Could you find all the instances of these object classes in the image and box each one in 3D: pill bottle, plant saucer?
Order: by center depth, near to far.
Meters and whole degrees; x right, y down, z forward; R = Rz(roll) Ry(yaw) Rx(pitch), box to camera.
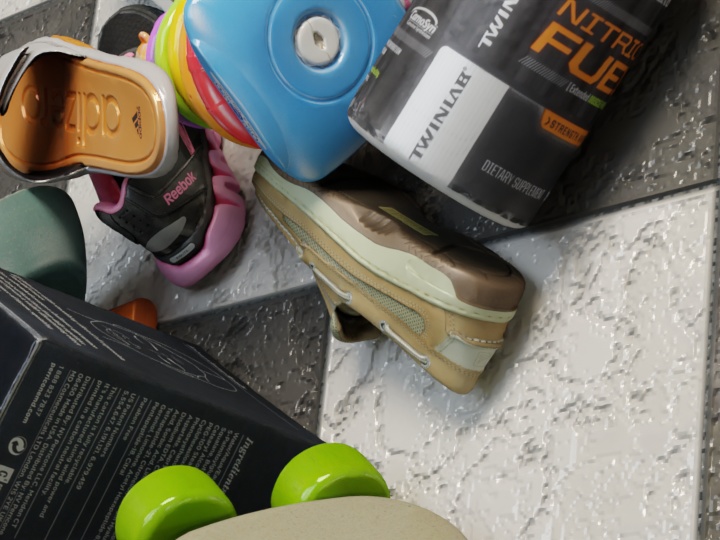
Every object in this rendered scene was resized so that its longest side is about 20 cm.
[{"bbox_3d":[0.086,-0.130,1.164,0.201,0.106,0.106,-58,40,8],"label":"pill bottle"},{"bbox_3d":[-0.210,0.045,1.332,0.036,0.200,0.201,37,101,16],"label":"plant saucer"}]

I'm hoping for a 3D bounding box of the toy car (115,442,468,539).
[{"bbox_3d":[-0.029,0.209,1.132,0.164,0.157,0.201,43,132,52],"label":"toy car"}]

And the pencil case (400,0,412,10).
[{"bbox_3d":[0.053,-0.219,1.263,0.200,0.083,0.091,-53,48,14],"label":"pencil case"}]

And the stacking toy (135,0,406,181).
[{"bbox_3d":[-0.070,-0.112,1.273,0.110,0.116,0.200,-44,22,-22],"label":"stacking toy"}]

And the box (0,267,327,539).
[{"bbox_3d":[-0.140,0.082,1.230,0.148,0.199,0.108,32,96,50],"label":"box"}]

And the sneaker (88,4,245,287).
[{"bbox_3d":[-0.127,-0.086,1.385,0.079,0.095,0.201,-43,43,26],"label":"sneaker"}]

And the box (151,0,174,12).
[{"bbox_3d":[-0.081,-0.179,1.414,0.083,0.049,0.200,-57,41,10],"label":"box"}]

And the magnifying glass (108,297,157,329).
[{"bbox_3d":[-0.191,0.054,1.442,0.199,0.022,0.080,-22,55,41],"label":"magnifying glass"}]

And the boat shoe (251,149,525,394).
[{"bbox_3d":[0.000,0.000,1.229,0.200,0.071,0.077,38,115,51],"label":"boat shoe"}]

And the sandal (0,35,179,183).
[{"bbox_3d":[-0.163,-0.084,1.289,0.206,0.059,0.080,6,99,59],"label":"sandal"}]
